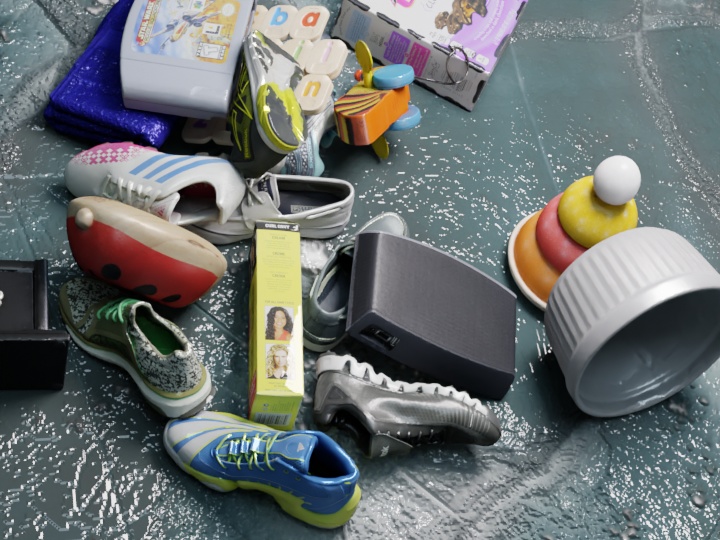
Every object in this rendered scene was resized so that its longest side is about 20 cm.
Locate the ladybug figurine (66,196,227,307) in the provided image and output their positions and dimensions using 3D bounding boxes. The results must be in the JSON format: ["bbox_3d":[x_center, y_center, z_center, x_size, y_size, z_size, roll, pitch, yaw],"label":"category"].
[{"bbox_3d":[-0.213,-0.014,1.290,0.134,0.199,0.073,14,82,35],"label":"ladybug figurine"}]

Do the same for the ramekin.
[{"bbox_3d":[0.283,0.048,1.372,0.197,0.202,0.106,-12,51,-23],"label":"ramekin"}]

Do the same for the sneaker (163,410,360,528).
[{"bbox_3d":[-0.085,0.166,1.235,0.197,0.106,0.076,21,53,-2],"label":"sneaker"}]

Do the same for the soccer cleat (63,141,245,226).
[{"bbox_3d":[-0.217,-0.083,1.353,0.197,0.071,0.087,1,40,10],"label":"soccer cleat"}]

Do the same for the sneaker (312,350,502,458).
[{"bbox_3d":[0.040,0.152,1.309,0.197,0.067,0.091,18,56,1],"label":"sneaker"}]

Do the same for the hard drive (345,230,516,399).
[{"bbox_3d":[0.080,0.041,1.371,0.198,0.042,0.137,24,52,-24],"label":"hard drive"}]

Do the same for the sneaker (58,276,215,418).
[{"bbox_3d":[-0.215,0.051,1.274,0.199,0.089,0.077,34,50,25],"label":"sneaker"}]

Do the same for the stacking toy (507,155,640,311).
[{"bbox_3d":[0.253,-0.053,1.422,0.144,0.201,0.148,8,55,-11],"label":"stacking toy"}]

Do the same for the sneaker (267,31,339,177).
[{"bbox_3d":[-0.059,-0.183,1.508,0.085,0.078,0.202,24,60,-14],"label":"sneaker"}]

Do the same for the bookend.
[{"bbox_3d":[-0.381,0.005,1.263,0.197,0.093,0.201,2,56,-16],"label":"bookend"}]

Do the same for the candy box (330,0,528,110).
[{"bbox_3d":[0.088,-0.315,1.630,0.198,0.072,0.169,27,54,2],"label":"candy box"}]

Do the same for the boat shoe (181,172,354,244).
[{"bbox_3d":[-0.103,-0.076,1.416,0.197,0.066,0.074,-5,59,-19],"label":"boat shoe"}]

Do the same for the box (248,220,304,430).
[{"bbox_3d":[-0.086,0.053,1.331,0.049,0.076,0.203,4,57,-11],"label":"box"}]

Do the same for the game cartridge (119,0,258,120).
[{"bbox_3d":[-0.189,-0.254,1.440,0.131,0.042,0.202,10,56,-1],"label":"game cartridge"}]

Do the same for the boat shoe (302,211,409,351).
[{"bbox_3d":[0.000,0.000,1.398,0.072,0.062,0.200,32,53,9],"label":"boat shoe"}]

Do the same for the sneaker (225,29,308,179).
[{"bbox_3d":[-0.110,-0.176,1.386,0.074,0.084,0.201,33,29,-29],"label":"sneaker"}]

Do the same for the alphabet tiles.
[{"bbox_3d":[-0.115,-0.216,1.472,0.197,0.015,0.198,6,60,26],"label":"alphabet tiles"}]

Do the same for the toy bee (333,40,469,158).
[{"bbox_3d":[0.023,-0.194,1.513,0.108,0.133,0.199,10,13,38],"label":"toy bee"}]

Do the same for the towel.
[{"bbox_3d":[-0.246,-0.225,1.462,0.145,0.050,0.202,14,55,15],"label":"towel"}]
